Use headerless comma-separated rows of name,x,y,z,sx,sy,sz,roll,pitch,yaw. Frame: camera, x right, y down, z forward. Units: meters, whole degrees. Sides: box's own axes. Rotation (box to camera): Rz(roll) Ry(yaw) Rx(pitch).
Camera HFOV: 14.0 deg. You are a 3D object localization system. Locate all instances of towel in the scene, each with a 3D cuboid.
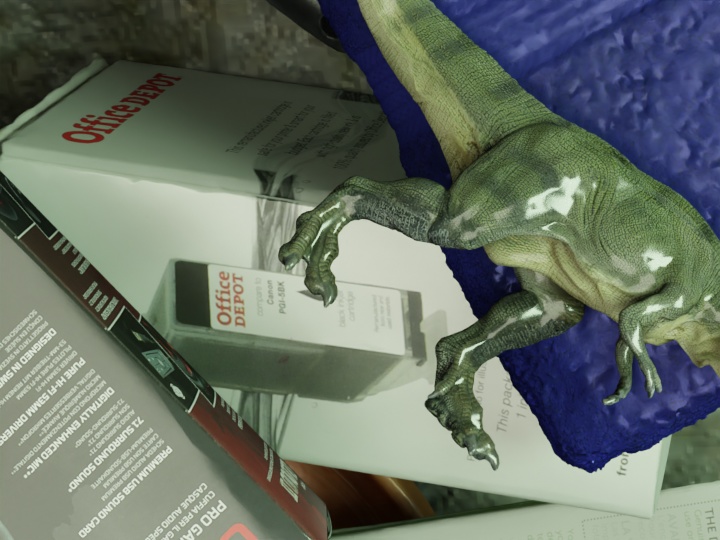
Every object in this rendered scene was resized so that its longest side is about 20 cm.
towel,0.073,-0.064,0.767,0.147,0.050,0.200,-28,85,19

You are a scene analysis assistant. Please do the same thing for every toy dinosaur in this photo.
toy dinosaur,0.035,-0.009,0.736,0.088,0.047,0.200,-45,79,3

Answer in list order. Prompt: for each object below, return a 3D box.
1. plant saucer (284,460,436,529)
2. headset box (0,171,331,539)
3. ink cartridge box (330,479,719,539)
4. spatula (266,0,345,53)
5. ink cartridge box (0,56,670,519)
plant saucer,-0.060,0.125,0.984,0.200,0.032,0.201,3,106,10
headset box,-0.113,0.064,0.783,0.149,0.075,0.200,-43,95,3
ink cartridge box,0.083,0.137,0.874,0.200,0.048,0.146,-12,83,28
spatula,-0.078,-0.130,0.920,0.200,0.021,0.057,33,121,-3
ink cartridge box,0.000,0.000,0.878,0.200,0.147,0.083,9,106,8
